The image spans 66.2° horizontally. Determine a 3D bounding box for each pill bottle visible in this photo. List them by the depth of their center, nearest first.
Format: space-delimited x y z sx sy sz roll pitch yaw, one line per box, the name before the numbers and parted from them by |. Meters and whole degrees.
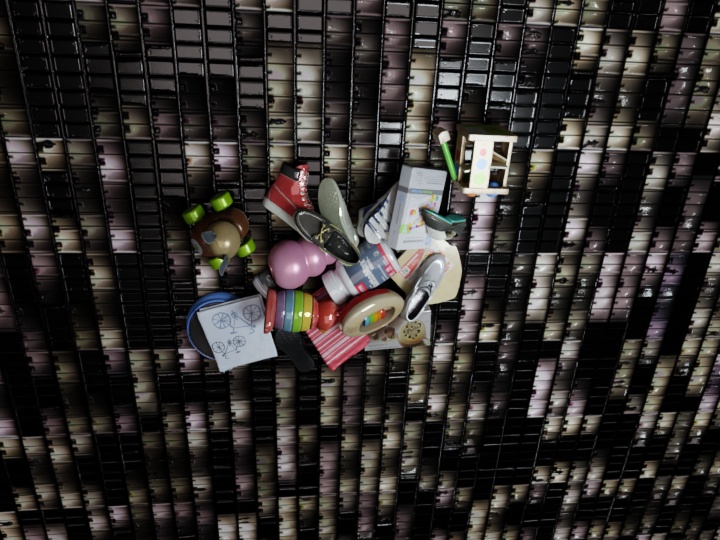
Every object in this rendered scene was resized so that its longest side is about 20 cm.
pill bottle | 0.000 0.000 1.474 0.197 0.120 0.121 -33 115 6

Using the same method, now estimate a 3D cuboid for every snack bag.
snack bag | -0.332 0.175 1.527 0.182 0.022 0.206 -15 115 0

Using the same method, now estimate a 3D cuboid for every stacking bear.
stacking bear | -0.150 0.112 1.442 0.192 0.121 0.119 6 81 -11

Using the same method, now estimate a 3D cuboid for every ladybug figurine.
ladybug figurine | 0.023 0.106 1.455 0.194 0.073 0.138 -18 145 -27

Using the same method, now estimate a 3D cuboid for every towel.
towel | -0.078 0.152 1.514 0.143 0.022 0.203 -33 86 -20

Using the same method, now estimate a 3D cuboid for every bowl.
bowl | -0.389 0.161 1.548 0.192 0.040 0.208 -3 115 -6

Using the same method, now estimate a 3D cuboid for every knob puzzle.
knob puzzle | 0.196 0.004 1.544 0.210 0.031 0.228 -1 108 -3

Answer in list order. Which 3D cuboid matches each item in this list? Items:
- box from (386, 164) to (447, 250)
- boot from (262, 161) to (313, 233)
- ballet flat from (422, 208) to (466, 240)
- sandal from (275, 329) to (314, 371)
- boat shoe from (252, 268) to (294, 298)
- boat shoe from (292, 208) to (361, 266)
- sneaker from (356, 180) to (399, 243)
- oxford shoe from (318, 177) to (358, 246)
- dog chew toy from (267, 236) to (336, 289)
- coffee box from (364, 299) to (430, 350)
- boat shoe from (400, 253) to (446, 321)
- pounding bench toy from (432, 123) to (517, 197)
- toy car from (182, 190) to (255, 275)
box | 0.144 -0.159 1.405 0.153 0.040 0.208 -5 113 -48
boot | -0.135 -0.178 1.390 0.197 0.073 0.147 34 105 -1
ballet flat | 0.215 -0.112 1.432 0.196 0.067 0.070 2 115 -51
sandal | -0.190 0.215 1.601 0.073 0.046 0.204 -17 130 7
boat shoe | -0.206 0.073 1.519 0.066 0.070 0.200 -39 106 13
boat shoe | -0.079 -0.082 1.353 0.199 0.060 0.073 36 84 -14
sneaker | 0.051 -0.158 1.437 0.200 0.114 0.081 -48 117 -17
oxford shoe | -0.057 -0.140 1.432 0.073 0.057 0.207 -17 95 34
dog chew toy | -0.142 -0.034 1.448 0.194 0.124 0.129 -21 117 -16
coffee box | 0.099 0.153 1.580 0.192 0.080 0.117 -3 115 -6
boat shoe | 0.172 0.048 1.490 0.071 0.068 0.202 37 89 -11
pounding bench toy | 0.269 -0.272 1.383 0.192 0.125 0.162 0 115 -7
toy car | -0.354 -0.070 1.357 0.153 0.202 0.168 -23 116 4
